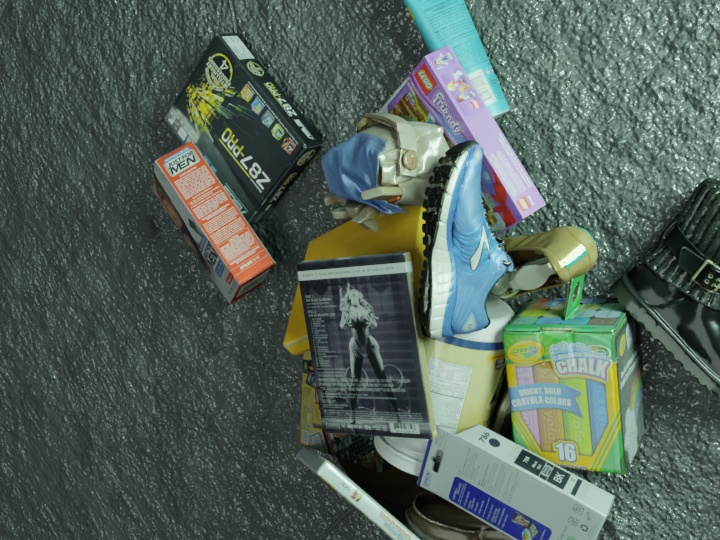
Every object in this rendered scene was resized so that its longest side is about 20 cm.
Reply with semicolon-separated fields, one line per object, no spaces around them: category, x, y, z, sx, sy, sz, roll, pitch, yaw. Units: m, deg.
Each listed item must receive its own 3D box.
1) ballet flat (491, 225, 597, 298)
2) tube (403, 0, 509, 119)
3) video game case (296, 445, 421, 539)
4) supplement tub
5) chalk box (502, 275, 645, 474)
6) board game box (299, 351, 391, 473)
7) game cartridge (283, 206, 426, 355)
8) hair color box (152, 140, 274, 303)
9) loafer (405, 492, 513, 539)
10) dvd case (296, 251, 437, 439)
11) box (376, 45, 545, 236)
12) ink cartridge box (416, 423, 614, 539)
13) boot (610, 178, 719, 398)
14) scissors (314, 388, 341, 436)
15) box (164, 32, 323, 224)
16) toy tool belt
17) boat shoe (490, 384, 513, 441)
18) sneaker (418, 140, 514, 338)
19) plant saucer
ballet flat;0.168;-0.002;0.831;0.069;0.063;0.200;53;156;-4
tube;0.102;-0.258;0.868;0.202;0.077;0.050;65;156;-2
video game case;0.002;0.298;1.001;0.182;0.200;0.023;41;77;-4
supplement tub;0.095;0.126;0.920;0.143;0.144;0.202;21;109;25
chalk box;0.233;0.098;0.850;0.123;0.124;0.203;-2;101;31
board game box;-0.014;0.153;1.033;0.134;0.035;0.203;13;110;28
game cartridge;0.000;0.000;0.946;0.199;0.178;0.032;-23;129;34
hair color box;-0.205;-0.063;1.073;0.201;0.064;0.111;56;158;5
loafer;0.149;0.295;0.925;0.198;0.073;0.072;8;108;23
dvd case;0.005;0.084;0.862;0.147;0.016;0.203;-5;98;35
box;0.107;-0.128;0.875;0.201;0.039;0.137;59;153;2
ink cartridge box;0.162;0.237;0.841;0.198;0.039;0.100;26;126;21
boot;0.373;0.029;0.772;0.211;0.079;0.158;44;117;9
scissors;0.001;0.145;0.969;0.074;0.014;0.200;58;136;12
box;-0.161;-0.190;1.052;0.201;0.049;0.161;52;127;9
toy tool belt;0.007;-0.109;0.885;0.199;0.122;0.126;8;123;57
boat shoe;0.187;0.230;0.949;0.065;0.072;0.203;16;116;21
sneaker;0.111;-0.031;0.797;0.088;0.079;0.203;1;105;-8
plant saucer;0.035;0.228;1.062;0.198;0.029;0.203;8;107;29
